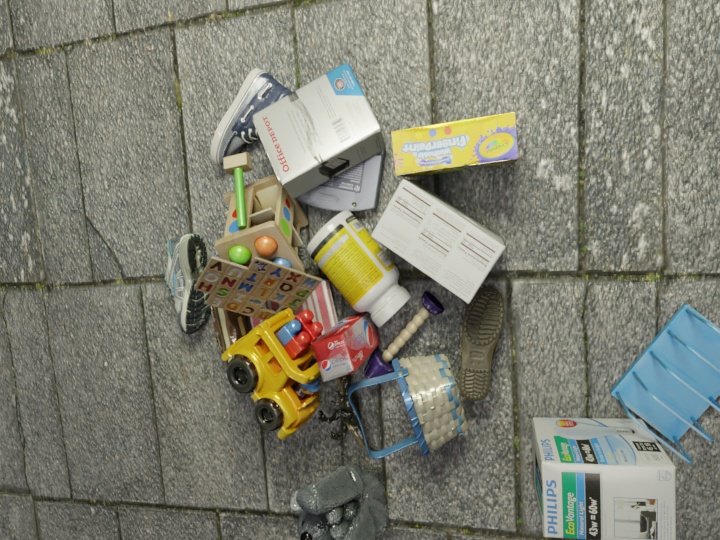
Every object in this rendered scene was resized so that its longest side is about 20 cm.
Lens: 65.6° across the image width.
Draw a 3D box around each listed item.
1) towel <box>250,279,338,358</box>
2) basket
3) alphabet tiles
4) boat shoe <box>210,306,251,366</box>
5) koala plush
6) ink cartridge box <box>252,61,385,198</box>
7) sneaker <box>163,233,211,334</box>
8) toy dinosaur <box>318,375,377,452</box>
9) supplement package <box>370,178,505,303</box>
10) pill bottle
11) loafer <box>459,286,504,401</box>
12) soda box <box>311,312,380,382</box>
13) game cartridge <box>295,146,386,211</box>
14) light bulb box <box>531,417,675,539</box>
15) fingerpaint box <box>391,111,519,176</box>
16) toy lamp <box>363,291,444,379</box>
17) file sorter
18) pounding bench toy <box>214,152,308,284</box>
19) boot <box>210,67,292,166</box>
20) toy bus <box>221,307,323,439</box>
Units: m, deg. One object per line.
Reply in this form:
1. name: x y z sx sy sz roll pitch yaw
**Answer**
1. towel: -0.131 0.107 1.120 0.194 0.030 0.151 -12 93 22
2. basket: 0.087 0.254 1.025 0.194 0.140 0.180 -19 121 -4
3. alphabet tiles: -0.192 0.034 1.012 0.195 0.008 0.167 19 137 -26
4. boat shoe: -0.264 0.140 1.155 0.073 0.074 0.210 -2 99 38
5. koala plush: -0.056 0.497 1.117 0.179 0.182 0.200 53 127 11
6. ink cartridge box: -0.073 -0.246 0.997 0.196 0.084 0.148 -27 76 3
7. sneaker: -0.364 0.028 1.163 0.084 0.077 0.208 1 91 26
8. toy dinosaur: -0.031 0.300 1.124 0.086 0.047 0.205 -21 96 9
9. supplement package: 0.137 -0.057 0.971 0.197 0.156 0.113 35 104 7
10. pill bottle: 0.000 0.000 1.036 0.112 0.112 0.201 -41 86 16
11. loafer: 0.216 0.132 1.027 0.074 0.067 0.207 13 86 8
12. soda box: -0.021 0.130 1.014 0.062 0.200 0.072 -17 93 16
13. game cartridge: -0.055 -0.184 1.065 0.194 0.041 0.138 13 97 12
14. light bulb box: 0.395 0.343 0.941 0.193 0.198 0.129 -3 96 13
15. fingerpaint box: 0.161 -0.207 0.938 0.193 0.167 0.076 -5 97 15
16. toy lamp: 0.079 0.133 1.065 0.058 0.058 0.201 40 106 5
17. file sorter: 0.543 0.188 0.921 0.137 0.123 0.203 36 104 6
18. pounding bench toy: -0.192 -0.088 1.003 0.121 0.159 0.202 -16 134 15
19. boot: -0.209 -0.275 1.070 0.089 0.073 0.203 34 104 13
20. toy bus: -0.126 0.171 1.026 0.191 0.135 0.202 -40 83 29
